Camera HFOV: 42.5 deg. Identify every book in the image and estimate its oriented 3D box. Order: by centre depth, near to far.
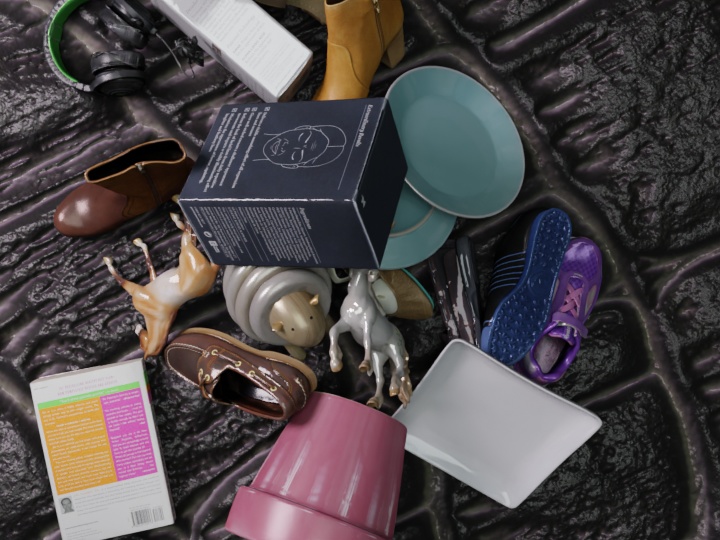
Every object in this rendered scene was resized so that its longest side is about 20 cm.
[{"bbox_3d":[-0.306,0.217,1.107,0.132,0.048,0.202,-10,93,-6],"label":"book"}]

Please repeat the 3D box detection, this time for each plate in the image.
[{"bbox_3d":[0.024,-0.101,1.094,0.198,0.026,0.202,4,71,-10],"label":"plate"},{"bbox_3d":[0.152,0.179,1.100,0.199,0.032,0.200,29,130,-4],"label":"plate"},{"bbox_3d":[0.108,-0.150,1.102,0.198,0.026,0.202,12,63,-24],"label":"plate"}]

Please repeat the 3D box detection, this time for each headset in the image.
[{"bbox_3d":[-0.278,-0.263,1.072,0.198,0.094,0.125,13,91,7],"label":"headset"}]

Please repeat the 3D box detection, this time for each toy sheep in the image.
[{"bbox_3d":[-0.096,0.018,1.063,0.137,0.200,0.139,-19,130,-24],"label":"toy sheep"}]

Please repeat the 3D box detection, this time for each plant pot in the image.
[{"bbox_3d":[-0.034,0.245,1.063,0.198,0.200,0.180,22,74,-4],"label":"plant pot"}]

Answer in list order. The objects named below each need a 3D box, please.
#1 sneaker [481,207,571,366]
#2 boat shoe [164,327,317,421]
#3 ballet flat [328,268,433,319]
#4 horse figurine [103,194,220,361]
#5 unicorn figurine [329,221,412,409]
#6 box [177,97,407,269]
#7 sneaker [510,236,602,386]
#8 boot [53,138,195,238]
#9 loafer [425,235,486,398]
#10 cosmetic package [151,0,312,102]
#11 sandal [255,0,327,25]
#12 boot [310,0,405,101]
[{"bbox_3d":[0.188,0.019,1.112,0.070,0.078,0.201,28,82,-20],"label":"sneaker"},{"bbox_3d":[-0.150,0.120,1.062,0.198,0.070,0.071,10,126,27],"label":"boat shoe"},{"bbox_3d":[0.000,0.000,1.105,0.200,0.068,0.072,48,54,-3],"label":"ballet flat"},{"bbox_3d":[-0.219,0.001,1.082,0.199,0.050,0.133,-36,73,21],"label":"horse figurine"},{"bbox_3d":[0.012,0.063,1.037,0.073,0.201,0.138,-1,53,13],"label":"unicorn figurine"},{"bbox_3d":[-0.066,-0.093,0.984,0.198,0.107,0.149,2,52,21],"label":"box"},{"bbox_3d":[0.245,0.055,1.120,0.080,0.088,0.202,23,89,-3],"label":"sneaker"},{"bbox_3d":[-0.270,-0.086,1.023,0.186,0.200,0.069,-14,92,-4],"label":"boot"},{"bbox_3d":[0.120,0.060,1.128,0.062,0.072,0.202,-8,92,15],"label":"loafer"},{"bbox_3d":[-0.151,-0.281,1.078,0.199,0.102,0.074,38,87,-3],"label":"cosmetic package"},{"bbox_3d":[-0.049,-0.337,1.097,0.210,0.070,0.078,8,124,-31],"label":"sandal"},{"bbox_3d":[-0.024,-0.246,1.054,0.071,0.144,0.202,31,73,28],"label":"boot"}]
